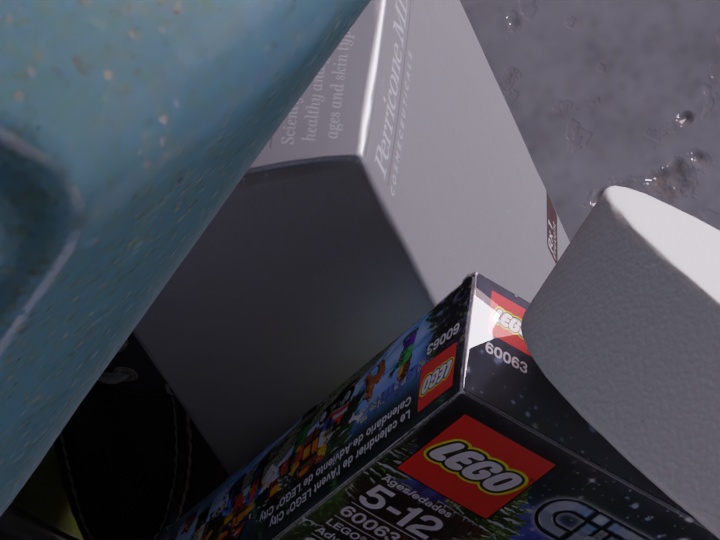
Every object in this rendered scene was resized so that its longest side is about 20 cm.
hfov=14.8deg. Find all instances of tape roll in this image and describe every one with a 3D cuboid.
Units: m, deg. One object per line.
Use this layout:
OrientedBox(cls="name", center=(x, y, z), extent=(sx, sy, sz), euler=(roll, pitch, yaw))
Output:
OrientedBox(cls="tape roll", center=(0.125, 0.052, 0.576), extent=(0.202, 0.037, 0.203), euler=(32, 9, -5))

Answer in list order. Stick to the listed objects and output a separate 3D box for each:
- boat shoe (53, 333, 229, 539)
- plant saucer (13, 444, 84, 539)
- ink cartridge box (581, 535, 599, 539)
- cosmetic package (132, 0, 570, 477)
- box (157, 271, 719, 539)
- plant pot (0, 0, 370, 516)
OrientedBox(cls="boat shoe", center=(-0.075, 0.000, 0.773), extent=(0.072, 0.201, 0.063), euler=(13, 23, 30))
OrientedBox(cls="plant saucer", center=(-0.096, 0.007, 0.905), extent=(0.200, 0.031, 0.200), euler=(36, 24, -19))
OrientedBox(cls="ink cartridge box", center=(0.125, 0.141, 0.543), extent=(0.200, 0.083, 0.147), euler=(27, -3, 27))
OrientedBox(cls="cosmetic package", center=(0.000, 0.000, 0.727), extent=(0.090, 0.107, 0.200), euler=(-7, -38, 16))
OrientedBox(cls="box", center=(0.064, 0.092, 0.690), extent=(0.200, 0.038, 0.137), euler=(29, -45, -21))
OrientedBox(cls="plant pot", center=(-0.096, -0.057, 0.454), extent=(0.196, 0.196, 0.200), euler=(29, 35, -13))
